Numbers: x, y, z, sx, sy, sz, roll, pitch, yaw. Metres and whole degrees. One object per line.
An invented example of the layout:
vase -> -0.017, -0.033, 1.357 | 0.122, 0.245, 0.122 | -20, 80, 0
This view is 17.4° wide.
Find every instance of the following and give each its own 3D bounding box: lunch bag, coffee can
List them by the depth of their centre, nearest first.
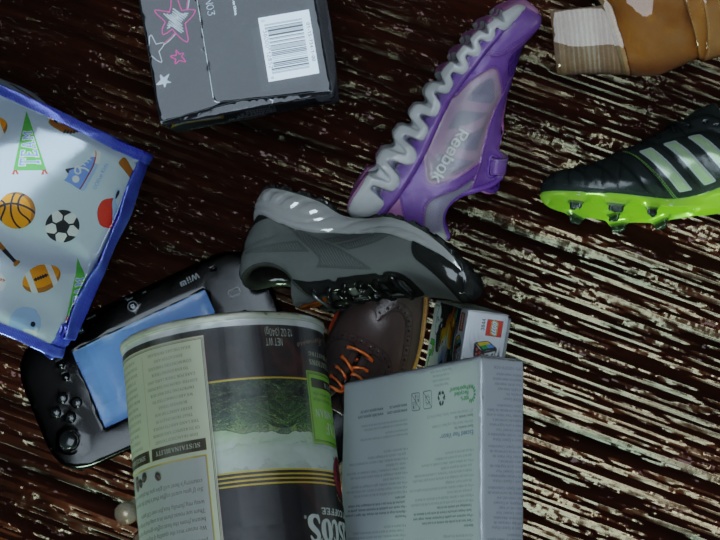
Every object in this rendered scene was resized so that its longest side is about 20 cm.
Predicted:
coffee can -> -0.085, 0.142, 1.609 | 0.145, 0.146, 0.201 | -8, 77, 3
lunch bag -> -0.267, -0.049, 1.693 | 0.199, 0.124, 0.171 | 24, 90, 10

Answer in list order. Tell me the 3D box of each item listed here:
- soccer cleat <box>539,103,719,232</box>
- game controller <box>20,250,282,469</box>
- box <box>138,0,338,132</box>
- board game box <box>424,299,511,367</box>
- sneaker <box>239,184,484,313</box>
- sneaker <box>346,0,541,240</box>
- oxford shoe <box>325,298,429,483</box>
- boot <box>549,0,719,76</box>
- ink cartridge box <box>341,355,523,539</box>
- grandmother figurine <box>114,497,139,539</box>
soccer cleat -> 0.228, -0.076, 1.700 | 0.199, 0.068, 0.082 | -4, 73, 2
game controller -> -0.150, 0.066, 1.726 | 0.199, 0.042, 0.105 | -25, 89, 2
box -> -0.093, -0.210, 1.685 | 0.131, 0.115, 0.201 | -10, 91, 2
board game box -> 0.064, 0.124, 1.672 | 0.034, 0.126, 0.201 | 9, 91, -9
sneaker -> 0.000, 0.000, 1.667 | 0.199, 0.074, 0.080 | 13, 71, 34
sneaker -> 0.077, -0.102, 1.699 | 0.088, 0.080, 0.201 | 35, 98, -3
oxford shoe -> -0.002, 0.080, 1.702 | 0.071, 0.073, 0.201 | 22, 91, 3
boot -> 0.207, -0.241, 1.685 | 0.154, 0.077, 0.201 | -7, 93, 5
ink cartridge box -> 0.045, 0.166, 1.575 | 0.040, 0.199, 0.201 | 8, 80, -26
grandmother figurine -> -0.145, 0.208, 1.674 | 0.060, 0.200, 0.122 | 21, 136, 21
